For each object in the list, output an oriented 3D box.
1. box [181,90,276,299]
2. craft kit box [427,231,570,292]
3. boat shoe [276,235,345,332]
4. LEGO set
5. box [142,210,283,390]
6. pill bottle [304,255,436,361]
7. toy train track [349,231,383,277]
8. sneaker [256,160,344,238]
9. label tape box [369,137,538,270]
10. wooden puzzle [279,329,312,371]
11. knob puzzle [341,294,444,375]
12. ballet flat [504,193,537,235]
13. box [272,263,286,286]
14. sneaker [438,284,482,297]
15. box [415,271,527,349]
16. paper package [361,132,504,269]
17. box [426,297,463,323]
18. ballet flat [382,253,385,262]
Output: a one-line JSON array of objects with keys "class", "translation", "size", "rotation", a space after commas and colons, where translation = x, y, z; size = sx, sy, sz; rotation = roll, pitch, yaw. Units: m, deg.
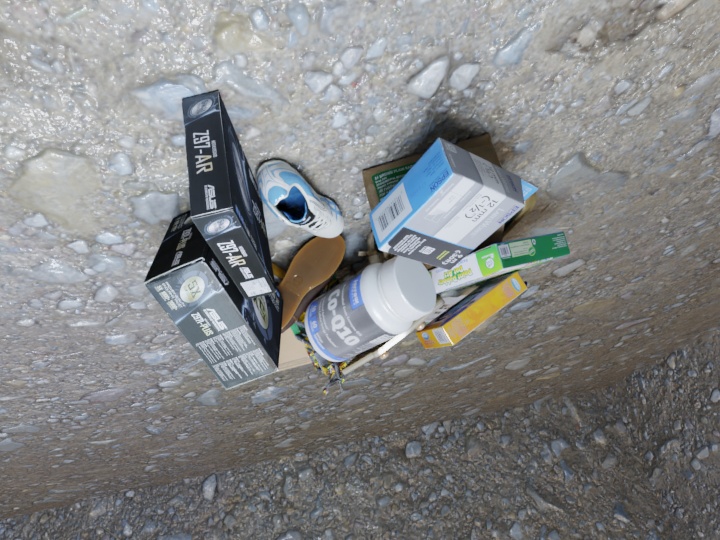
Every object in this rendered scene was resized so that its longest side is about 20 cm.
[{"class": "box", "translation": [-0.153, -0.079, 0.623], "size": [0.043, 0.162, 0.201], "rotation": [-13, 152, -2]}, {"class": "craft kit box", "translation": [0.215, -0.007, 0.879], "size": [0.198, 0.049, 0.197], "rotation": [-10, 173, -39]}, {"class": "boat shoe", "translation": [-0.098, 0.022, 0.885], "size": [0.200, 0.070, 0.070], "rotation": [-49, 170, -8]}, {"class": "LEGO set", "translation": [-0.039, 0.117, 0.967], "size": [0.153, 0.115, 0.202], "rotation": [-32, 121, -32]}, {"class": "box", "translation": [-0.190, 0.030, 0.725], "size": [0.085, 0.165, 0.201], "rotation": [-20, 122, 8]}, {"class": "pill bottle", "translation": [0.014, 0.058, 0.810], "size": [0.113, 0.115, 0.199], "rotation": [13, 146, -43]}, {"class": "toy train track", "translation": [0.000, 0.000, 0.929], "size": [0.032, 0.117, 0.200], "rotation": [-3, 173, -13]}, {"class": "sneaker", "translation": [-0.081, -0.084, 0.751], "size": [0.071, 0.073, 0.200], "rotation": [-26, 153, 17]}, {"class": "label tape box", "translation": [0.132, -0.070, 0.680], "size": [0.198, 0.067, 0.143], "rotation": [15, 135, -34]}, {"class": "wooden puzzle", "translation": [-0.135, 0.109, 1.042], "size": [0.197, 0.037, 0.187], "rotation": [-16, 115, -2]}, {"class": "knob puzzle", "translation": [0.078, 0.108, 0.922], "size": [0.219, 0.031, 0.220], "rotation": [-37, 179, -1]}, {"class": "ballet flat", "translation": [0.248, -0.078, 0.948], "size": [0.062, 0.069, 0.200], "rotation": [-16, 160, -36]}, {"class": "box", "translation": [-0.198, 0.030, 0.892], "size": [0.119, 0.042, 0.200], "rotation": [-38, 151, 7]}, {"class": "sneaker", "translation": [0.179, 0.010, 1.020], "size": [0.198, 0.086, 0.074], "rotation": [-2, 177, -42]}, {"class": "box", "translation": [0.201, 0.065, 0.916], "size": [0.199, 0.042, 0.119], "rotation": [-35, 179, -20]}, {"class": "paper package", "translation": [0.118, -0.092, 0.806], "size": [0.197, 0.105, 0.191], "rotation": [-16, 152, 3]}, {"class": "box", "translation": [0.188, 0.085, 1.260], "size": [0.143, 0.037, 0.200], "rotation": [2, 147, -31]}, {"class": "ballet flat", "translation": [0.078, -0.025, 0.977], "size": [0.198, 0.068, 0.064], "rotation": [-28, 123, 22]}]
